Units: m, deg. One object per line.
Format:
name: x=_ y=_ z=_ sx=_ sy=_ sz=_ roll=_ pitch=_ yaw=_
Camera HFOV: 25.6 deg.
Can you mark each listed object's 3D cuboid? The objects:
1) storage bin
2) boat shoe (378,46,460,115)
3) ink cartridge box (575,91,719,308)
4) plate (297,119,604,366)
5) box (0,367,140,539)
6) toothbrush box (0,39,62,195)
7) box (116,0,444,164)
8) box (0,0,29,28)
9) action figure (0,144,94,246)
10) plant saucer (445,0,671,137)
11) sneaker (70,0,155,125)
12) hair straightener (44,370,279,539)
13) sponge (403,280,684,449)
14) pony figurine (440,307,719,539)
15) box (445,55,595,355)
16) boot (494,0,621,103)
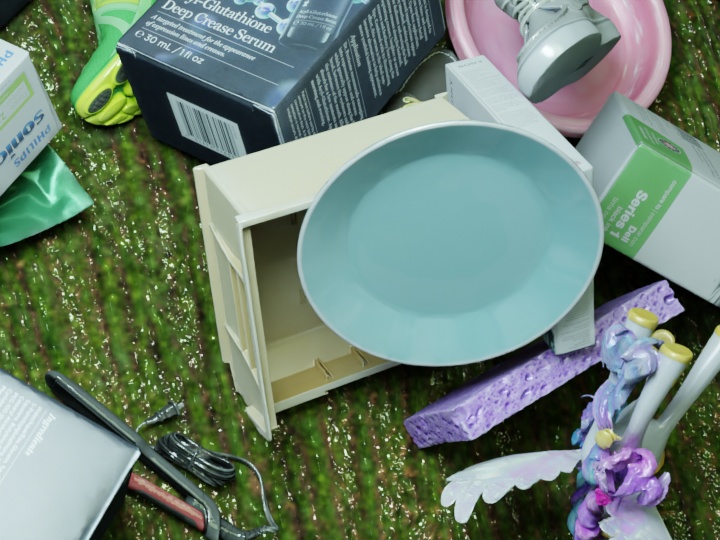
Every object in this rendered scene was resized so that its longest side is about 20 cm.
storage bin: x=0.000 y=0.000 z=1.117 sx=0.200 sy=0.199 sz=0.094 roll=-19 pitch=37 yaw=-19
boat shoe: x=0.042 y=-0.096 z=1.242 sx=0.072 sy=0.061 sz=0.202 roll=22 pitch=66 yaw=-3
ink cartridge box: x=0.263 y=-0.039 z=1.207 sx=0.200 sy=0.146 sz=0.084 roll=29 pitch=109 yaw=-10
plate: x=0.058 y=-0.019 z=1.031 sx=0.200 sy=0.200 sz=0.026 roll=6 pitch=38 yaw=-11
box: x=-0.259 y=0.129 z=1.036 sx=0.200 sy=0.148 sz=0.107 roll=29 pitch=66 yaw=0
toothbrush box: x=-0.336 y=-0.111 z=1.108 sx=0.200 sy=0.086 sz=0.146 roll=27 pitch=64 yaw=24
box: x=-0.055 y=-0.175 z=1.190 sx=0.148 sy=0.107 sz=0.200 roll=25 pitch=62 yaw=26
box: x=-0.320 y=-0.293 z=1.199 sx=0.200 sy=0.123 sz=0.198 roll=38 pitch=67 yaw=5
action figure: x=-0.307 y=-0.034 z=1.140 sx=0.200 sy=0.055 sz=0.118 roll=-39 pitch=83 yaw=-23
plant saucer: x=0.158 y=-0.198 z=1.306 sx=0.200 sy=0.051 sz=0.201 roll=7 pitch=70 yaw=-19
sneaker: x=-0.177 y=-0.199 z=1.236 sx=0.083 sy=0.074 sz=0.200 roll=15 pitch=67 yaw=20
hair straightener: x=-0.140 y=0.126 z=1.123 sx=0.200 sy=0.041 sz=0.077 roll=30 pitch=66 yaw=0
sponge: x=0.133 y=0.071 z=1.170 sx=0.200 sy=0.112 sz=0.030 roll=-29 pitch=89 yaw=-21
pony figurine: x=0.176 y=0.130 z=1.094 sx=0.166 sy=0.200 sz=0.193 roll=30 pitch=21 yaw=27
box: x=0.113 y=-0.052 z=1.146 sx=0.036 sy=0.145 sz=0.200 roll=-13 pitch=32 yaw=-11
boot: x=0.131 y=-0.185 z=1.184 sx=0.096 sy=0.200 sz=0.074 roll=46 pitch=109 yaw=5
